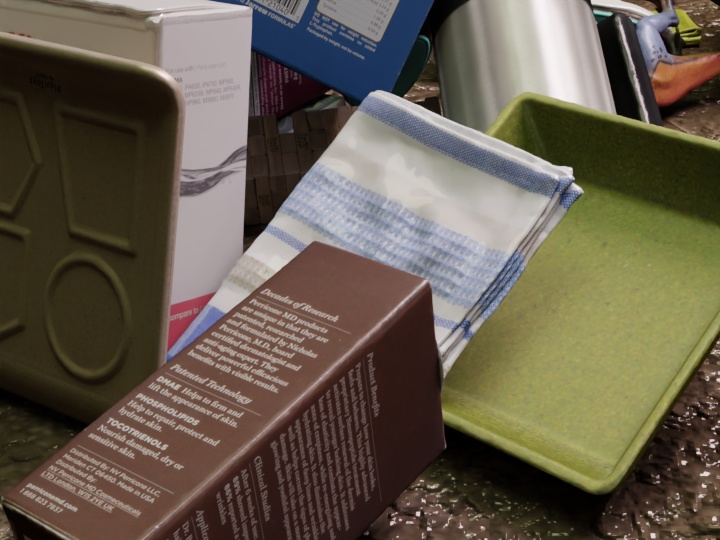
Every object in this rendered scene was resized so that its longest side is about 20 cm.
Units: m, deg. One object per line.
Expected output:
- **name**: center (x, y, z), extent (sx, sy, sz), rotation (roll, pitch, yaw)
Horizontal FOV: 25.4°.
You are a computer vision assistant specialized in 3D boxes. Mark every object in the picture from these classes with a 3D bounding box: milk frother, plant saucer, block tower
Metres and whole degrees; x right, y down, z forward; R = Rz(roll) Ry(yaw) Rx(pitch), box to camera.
- **milk frother**: center (0.144, -0.158, 1.013), extent (0.179, 0.200, 0.189), rotation (4, 61, -20)
- **plant saucer**: center (0.109, 0.013, 0.824), extent (0.199, 0.048, 0.200), rotation (22, 67, 42)
- **block tower**: center (-0.042, -0.069, 1.063), extent (0.198, 0.054, 0.058), rotation (-7, 57, -4)

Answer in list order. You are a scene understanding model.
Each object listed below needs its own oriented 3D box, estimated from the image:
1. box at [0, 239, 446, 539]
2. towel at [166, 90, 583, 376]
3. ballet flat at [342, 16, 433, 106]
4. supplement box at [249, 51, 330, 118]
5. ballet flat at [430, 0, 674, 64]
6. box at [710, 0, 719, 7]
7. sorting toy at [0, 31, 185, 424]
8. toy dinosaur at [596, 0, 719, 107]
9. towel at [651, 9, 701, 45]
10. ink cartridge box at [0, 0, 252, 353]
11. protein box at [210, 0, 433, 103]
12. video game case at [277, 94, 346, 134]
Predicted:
- **box**: center (-0.049, 0.084, 0.677), extent (0.075, 0.101, 0.200), rotation (21, 44, 34)
- **towel**: center (0.004, 0.000, 0.831), extent (0.146, 0.024, 0.200), rotation (28, 71, 32)
- **ballet flat**: center (0.025, -0.196, 1.181), extent (0.067, 0.200, 0.064), rotation (0, 60, -12)
- **supplement box**: center (-0.107, -0.172, 1.197), extent (0.130, 0.104, 0.200), rotation (14, 31, 33)
- **ballet flat**: center (0.155, -0.198, 1.298), extent (0.198, 0.070, 0.070), rotation (-2, 25, 11)
- **box**: center (0.383, -0.236, 1.208), extent (0.198, 0.124, 0.200), rotation (38, 41, 16)
- **sorting toy**: center (-0.160, -0.022, 0.838), extent (0.184, 0.202, 0.036), rotation (16, 21, 36)
- **toy dinosaur**: center (0.196, -0.143, 1.171), extent (0.199, 0.105, 0.182), rotation (16, 49, 15)
- **towel**: center (0.188, -0.207, 1.376), extent (0.198, 0.018, 0.086), rotation (-4, 27, 0)
- **ink cartridge box**: center (-0.141, -0.056, 0.892), extent (0.145, 0.202, 0.085), rotation (14, 20, 34)
- **protein box**: center (-0.048, -0.240, 1.004), extent (0.198, 0.201, 0.135), rotation (23, 5, -32)
- **video game case**: center (-0.139, -0.105, 1.209), extent (0.199, 0.023, 0.182), rotation (11, 30, 28)
